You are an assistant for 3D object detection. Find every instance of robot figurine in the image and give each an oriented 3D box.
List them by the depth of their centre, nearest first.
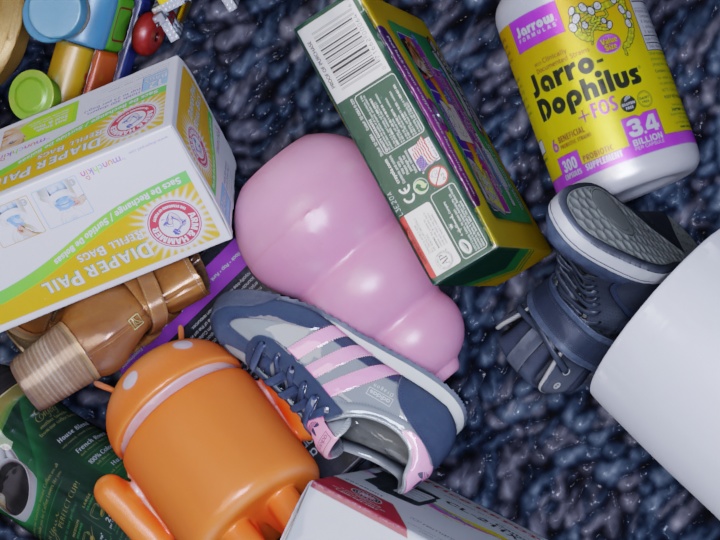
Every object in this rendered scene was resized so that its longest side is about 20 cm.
[{"bbox_3d":[-0.108,0.133,1.526,0.200,0.116,0.144,51,118,23],"label":"robot figurine"}]

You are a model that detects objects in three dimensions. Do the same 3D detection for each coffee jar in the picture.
[{"bbox_3d":[-0.228,0.159,1.623,0.199,0.085,0.105,30,122,16],"label":"coffee jar"}]

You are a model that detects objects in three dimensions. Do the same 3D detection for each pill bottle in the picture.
[{"bbox_3d":[0.157,-0.148,1.479,0.103,0.104,0.202,-22,83,18],"label":"pill bottle"}]

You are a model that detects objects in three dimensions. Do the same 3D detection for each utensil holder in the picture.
[{"bbox_3d":[0.276,0.090,1.410,0.200,0.170,0.170,42,103,17],"label":"utensil holder"}]

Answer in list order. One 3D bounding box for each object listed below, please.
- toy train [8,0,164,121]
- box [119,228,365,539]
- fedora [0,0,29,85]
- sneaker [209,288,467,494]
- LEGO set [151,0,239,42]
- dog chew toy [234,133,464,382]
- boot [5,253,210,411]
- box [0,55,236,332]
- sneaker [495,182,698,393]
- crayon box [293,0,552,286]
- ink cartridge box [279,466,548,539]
[{"bbox_3d":[-0.228,-0.122,1.608,0.084,0.116,0.202,20,97,18],"label":"toy train"},{"bbox_3d":[-0.083,0.090,1.603,0.143,0.036,0.200,-42,76,16],"label":"box"},{"bbox_3d":[-0.317,-0.198,1.646,0.199,0.082,0.203,-8,73,28],"label":"fedora"},{"bbox_3d":[-0.027,0.083,1.480,0.199,0.082,0.070,25,141,10],"label":"sneaker"},{"bbox_3d":[-0.102,-0.260,1.540,0.198,0.116,0.155,-17,115,12],"label":"LEGO set"},{"bbox_3d":[0.000,0.000,1.533,0.124,0.124,0.200,-40,87,15],"label":"dog chew toy"},{"bbox_3d":[-0.190,0.023,1.585,0.155,0.200,0.077,-34,101,-2],"label":"boot"},{"bbox_3d":[-0.198,-0.055,1.531,0.198,0.113,0.102,-22,121,10],"label":"box"},{"bbox_3d":[0.142,0.018,1.438,0.146,0.202,0.077,-40,64,18],"label":"sneaker"},{"bbox_3d":[0.047,-0.087,1.482,0.058,0.172,0.201,-30,81,14],"label":"crayon box"},{"bbox_3d":[0.040,0.205,1.474,0.145,0.200,0.083,25,96,16],"label":"ink cartridge box"}]
